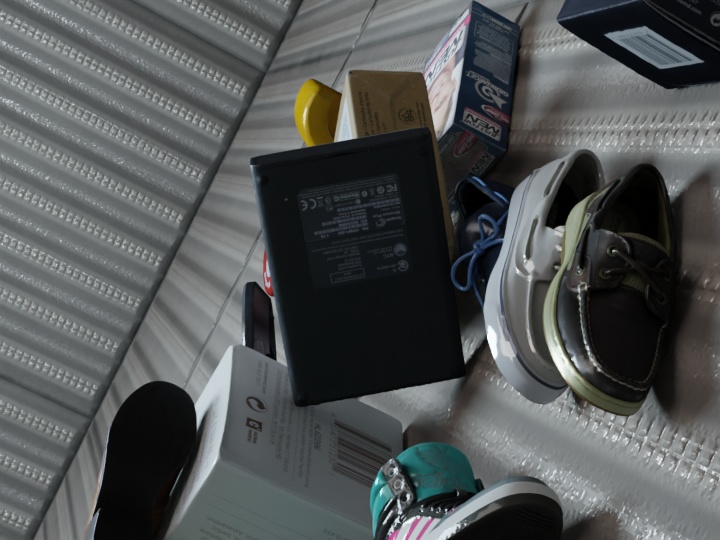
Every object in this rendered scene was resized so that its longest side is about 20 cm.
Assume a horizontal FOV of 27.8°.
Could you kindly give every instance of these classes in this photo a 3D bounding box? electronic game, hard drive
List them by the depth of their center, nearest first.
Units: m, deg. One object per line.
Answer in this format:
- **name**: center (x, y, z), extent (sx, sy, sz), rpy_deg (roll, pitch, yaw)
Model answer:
- **hard drive**: center (0.000, 0.000, 1.122), extent (0.033, 0.139, 0.201), rpy_deg (-107, 7, -72)
- **electronic game**: center (-0.110, 0.112, 1.535), extent (0.200, 0.041, 0.201), rpy_deg (177, 90, -88)

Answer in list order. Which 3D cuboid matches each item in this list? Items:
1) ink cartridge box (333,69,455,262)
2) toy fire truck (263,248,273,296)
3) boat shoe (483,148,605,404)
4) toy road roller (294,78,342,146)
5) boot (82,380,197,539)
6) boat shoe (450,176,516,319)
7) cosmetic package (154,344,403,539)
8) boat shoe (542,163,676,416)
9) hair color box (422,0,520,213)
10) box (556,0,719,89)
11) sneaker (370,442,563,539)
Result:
- **ink cartridge box**: center (0.020, -0.047, 1.261), extent (0.165, 0.075, 0.201), rpy_deg (105, 162, -50)
- **toy fire truck**: center (-0.027, 0.043, 1.444), extent (0.200, 0.111, 0.169), rpy_deg (161, 110, -71)
- **boat shoe**: center (0.136, -0.002, 0.986), extent (0.066, 0.072, 0.201), rpy_deg (-43, 21, 43)
- **toy road roller**: center (-0.020, -0.122, 1.586), extent (0.201, 0.145, 0.123), rpy_deg (-61, 14, 8)
- **boot**: center (-0.194, 0.208, 1.162), extent (0.200, 0.068, 0.189), rpy_deg (122, 158, -48)
- **boat shoe**: center (0.102, -0.014, 1.117), extent (0.084, 0.068, 0.200), rpy_deg (-59, 15, 14)
- **cosmetic package**: center (-0.082, 0.207, 1.176), extent (0.200, 0.166, 0.168), rpy_deg (-58, 15, 24)
- **boat shoe**: center (0.157, 0.002, 0.885), extent (0.201, 0.073, 0.065), rpy_deg (-81, 17, -51)
- **hair color box**: center (0.099, -0.162, 1.413), extent (0.100, 0.060, 0.201), rpy_deg (-51, 19, 41)
- **box**: center (0.237, -0.233, 0.960), extent (0.201, 0.104, 0.148), rpy_deg (-63, 14, -2)
- **sneaker**: center (0.063, 0.156, 0.938), extent (0.200, 0.083, 0.121), rpy_deg (-52, 27, 42)
